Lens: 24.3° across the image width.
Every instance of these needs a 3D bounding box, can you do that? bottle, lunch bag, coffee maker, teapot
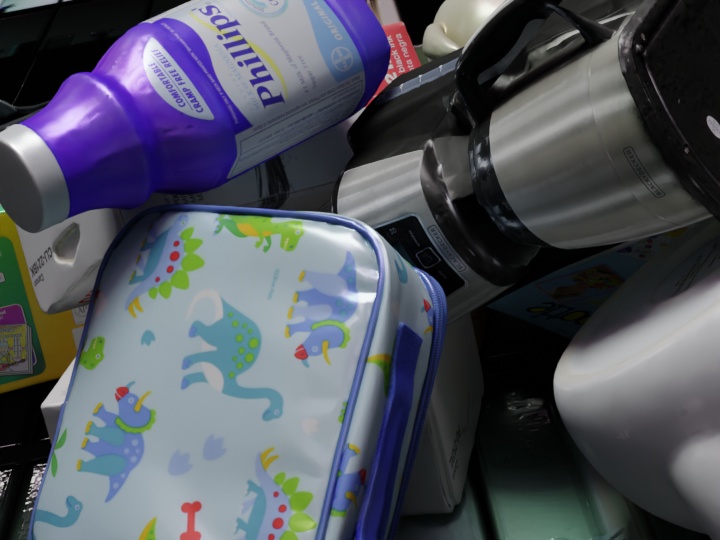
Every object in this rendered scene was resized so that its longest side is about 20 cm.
[{"bbox_3d":[-0.080,-0.080,0.785,0.200,0.084,0.065,-30,-14,-32],"label":"bottle"},{"bbox_3d":[-0.052,0.074,0.742,0.161,0.200,0.082,4,-18,29],"label":"lunch bag"},{"bbox_3d":[0.109,-0.065,0.799,0.200,0.135,0.192,-21,0,44],"label":"coffee maker"},{"bbox_3d":[0.195,0.051,0.742,0.200,0.146,0.197,-41,6,-6],"label":"teapot"}]

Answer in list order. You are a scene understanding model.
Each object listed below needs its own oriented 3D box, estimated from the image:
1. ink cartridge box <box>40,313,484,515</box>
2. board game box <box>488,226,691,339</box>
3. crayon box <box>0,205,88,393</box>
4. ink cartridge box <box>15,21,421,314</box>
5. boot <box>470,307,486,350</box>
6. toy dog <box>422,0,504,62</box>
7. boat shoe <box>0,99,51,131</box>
[{"bbox_3d":[-0.044,0.065,0.884,0.200,0.084,0.145,-6,23,13],"label":"ink cartridge box"},{"bbox_3d":[0.165,-0.048,0.905,0.200,0.103,0.105,-22,-27,33],"label":"board game box"},{"bbox_3d":[-0.245,0.017,1.048,0.200,0.119,0.058,-14,22,-9],"label":"crayon box"},{"bbox_3d":[-0.075,-0.054,0.904,0.200,0.084,0.144,-17,-9,-31],"label":"ink cartridge box"},{"bbox_3d":[0.000,0.000,1.044,0.155,0.073,0.200,-8,25,9],"label":"boot"},{"bbox_3d":[0.163,-0.160,1.237,0.200,0.140,0.194,20,5,34],"label":"toy dog"},{"bbox_3d":[-0.330,-0.131,1.512,0.199,0.066,0.075,1,25,27],"label":"boat shoe"}]
